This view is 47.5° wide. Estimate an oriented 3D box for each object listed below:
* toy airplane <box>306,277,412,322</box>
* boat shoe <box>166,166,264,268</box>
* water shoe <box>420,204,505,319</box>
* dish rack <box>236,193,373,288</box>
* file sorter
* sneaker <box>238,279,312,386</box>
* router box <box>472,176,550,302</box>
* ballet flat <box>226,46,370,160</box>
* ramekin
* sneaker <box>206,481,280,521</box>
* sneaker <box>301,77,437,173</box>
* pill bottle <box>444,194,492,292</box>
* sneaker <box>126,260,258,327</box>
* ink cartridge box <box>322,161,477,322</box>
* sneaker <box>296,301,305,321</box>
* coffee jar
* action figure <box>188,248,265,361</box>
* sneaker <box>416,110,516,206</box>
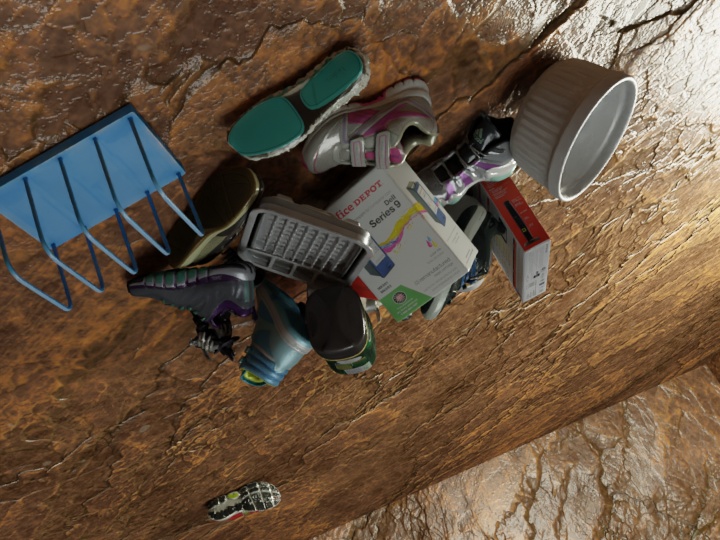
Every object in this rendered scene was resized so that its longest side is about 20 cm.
[{"bbox_3d":[0.000,0.000,1.347,0.199,0.142,0.199,-34,116,31],"label":"toy airplane"},{"bbox_3d":[-0.189,-0.071,1.103,0.199,0.074,0.064,-35,158,34],"label":"boat shoe"},{"bbox_3d":[0.165,-0.004,1.281,0.202,0.078,0.071,-63,-164,-10],"label":"water shoe"},{"bbox_3d":[-0.075,-0.039,1.117,0.169,0.044,0.200,20,158,-8],"label":"dish rack"},{"bbox_3d":[-0.302,-0.063,0.946,0.198,0.124,0.139,-28,152,2],"label":"file sorter"},{"bbox_3d":[-0.152,0.102,1.279,0.079,0.200,0.131,33,101,-30],"label":"sneaker"},{"bbox_3d":[0.253,-0.066,1.389,0.048,0.181,0.201,-26,154,-2],"label":"router box"},{"bbox_3d":[-0.069,-0.196,1.001,0.198,0.072,0.072,-31,153,7],"label":"ballet flat"},{"bbox_3d":[0.309,-0.215,1.209,0.200,0.105,0.202,-40,150,-28],"label":"ramekin"},{"bbox_3d":[-0.311,0.617,2.173,0.197,0.078,0.085,-10,155,-11],"label":"sneaker"},{"bbox_3d":[0.017,-0.176,1.083,0.198,0.089,0.082,-27,153,-2],"label":"sneaker"},{"bbox_3d":[0.175,-0.039,1.437,0.112,0.114,0.201,-27,152,-1],"label":"pill bottle"},{"bbox_3d":[-0.238,0.041,1.145,0.197,0.089,0.074,-6,-176,20],"label":"sneaker"},{"bbox_3d":[0.051,-0.051,1.189,0.145,0.201,0.088,-36,-173,28],"label":"ink cartridge box"},{"bbox_3d":[-0.106,0.109,1.389,0.086,0.075,0.199,23,161,-24],"label":"sneaker"},{"bbox_3d":[-0.027,0.089,1.207,0.084,0.106,0.200,-11,164,3],"label":"coffee jar"},{"bbox_3d":[-0.226,0.065,1.253,0.101,0.119,0.201,-10,140,-50],"label":"action figure"},{"bbox_3d":[0.163,-0.182,1.234,0.198,0.078,0.141,-28,153,-22],"label":"sneaker"}]
